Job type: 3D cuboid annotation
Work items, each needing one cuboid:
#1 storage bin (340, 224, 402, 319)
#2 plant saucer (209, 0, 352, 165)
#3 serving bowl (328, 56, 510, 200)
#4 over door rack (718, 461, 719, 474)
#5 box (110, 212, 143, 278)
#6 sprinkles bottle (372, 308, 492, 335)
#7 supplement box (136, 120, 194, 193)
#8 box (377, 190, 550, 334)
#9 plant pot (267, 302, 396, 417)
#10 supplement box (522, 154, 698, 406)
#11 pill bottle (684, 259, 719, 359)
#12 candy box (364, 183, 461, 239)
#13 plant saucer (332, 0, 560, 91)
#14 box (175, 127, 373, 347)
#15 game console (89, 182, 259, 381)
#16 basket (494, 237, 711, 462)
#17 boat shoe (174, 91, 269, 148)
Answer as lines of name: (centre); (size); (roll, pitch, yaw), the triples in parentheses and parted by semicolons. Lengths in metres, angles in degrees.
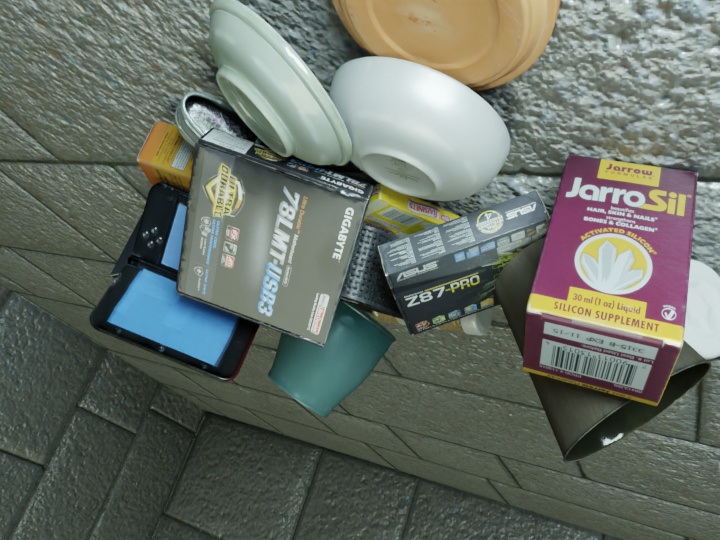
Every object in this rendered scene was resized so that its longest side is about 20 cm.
storage bin: (0.000, 0.000, 0.879); (0.132, 0.097, 0.199); (14, 176, 32)
plant saucer: (-0.092, -0.171, 0.637); (0.200, 0.050, 0.200); (45, 170, 9)
serving bowl: (0.049, -0.125, 0.644); (0.195, 0.067, 0.201); (22, 167, 5)
over door rack: (0.774, 0.391, 1.140); (0.144, 0.068, 0.201); (23, 157, -1)
box: (-0.325, -0.007, 1.165); (0.105, 0.152, 0.199); (-5, 145, 46)
sprinkles bottle: (0.112, 0.059, 1.020); (0.196, 0.070, 0.068); (4, 152, 37)
supplement box: (-0.185, -0.125, 0.829); (0.194, 0.070, 0.067); (17, 159, 8)
box: (0.132, -0.004, 0.776); (0.194, 0.050, 0.162); (-19, 145, 5)
plant pot: (-0.065, 0.146, 1.140); (0.197, 0.191, 0.200); (34, 173, 4)
supplement box: (0.238, 0.002, 0.603); (0.127, 0.203, 0.105); (11, 144, 20)
pill bottle: (0.341, 0.068, 0.780); (0.108, 0.113, 0.200); (26, 156, -11)
candy box: (0.077, -0.056, 0.803); (0.196, 0.027, 0.101); (19, 165, -30)
plant saucer: (0.062, -0.220, 0.518); (0.195, 0.033, 0.202); (18, 156, 8)
box: (-0.104, -0.033, 0.726); (0.193, 0.050, 0.204); (20, 120, 1)
game console: (-0.212, 0.009, 0.802); (0.195, 0.176, 0.119); (22, -164, -3)
basket: (0.243, 0.073, 0.702); (0.134, 0.203, 0.181); (14, 128, -45)
boat shoe: (-0.127, -0.136, 0.736); (0.198, 0.071, 0.071); (32, 170, -12)
